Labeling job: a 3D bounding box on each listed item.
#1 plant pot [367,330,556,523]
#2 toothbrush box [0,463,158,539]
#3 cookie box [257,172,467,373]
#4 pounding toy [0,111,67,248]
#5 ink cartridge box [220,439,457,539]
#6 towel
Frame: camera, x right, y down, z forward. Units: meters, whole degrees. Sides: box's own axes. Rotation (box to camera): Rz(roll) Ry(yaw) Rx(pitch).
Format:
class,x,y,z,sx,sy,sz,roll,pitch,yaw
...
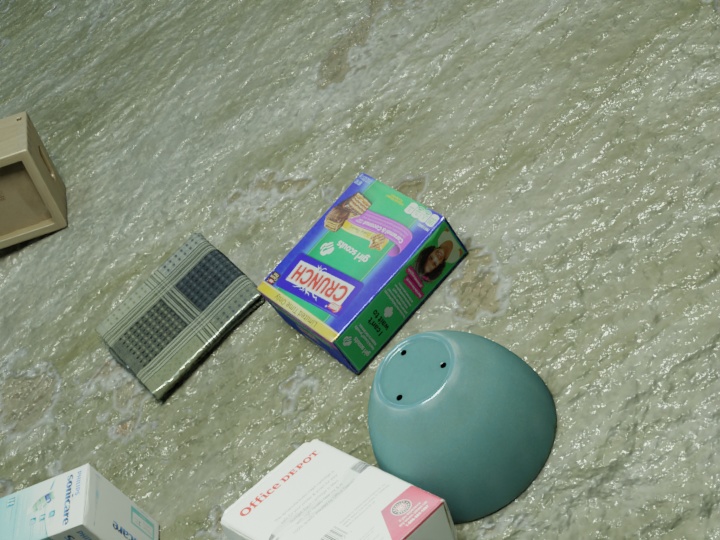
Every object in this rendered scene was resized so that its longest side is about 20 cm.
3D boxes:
class,x,y,z,sx,sy,sz,roll,pitch,yaw
plant pot,0.085,0.140,1.461,0.199,0.135,0.201,-20,44,21
toothbrush box,-0.352,0.320,1.610,0.199,0.147,0.086,-23,44,19
cookie box,0.000,0.000,1.693,0.200,0.075,0.171,-48,42,-9
pounding toy,-0.555,-0.122,2.148,0.183,0.201,0.143,-18,43,2
ink cartridge box,-0.022,0.270,1.433,0.146,0.083,0.199,-38,36,-30
towel,-0.238,0.061,1.854,0.200,0.035,0.192,-43,44,-8
